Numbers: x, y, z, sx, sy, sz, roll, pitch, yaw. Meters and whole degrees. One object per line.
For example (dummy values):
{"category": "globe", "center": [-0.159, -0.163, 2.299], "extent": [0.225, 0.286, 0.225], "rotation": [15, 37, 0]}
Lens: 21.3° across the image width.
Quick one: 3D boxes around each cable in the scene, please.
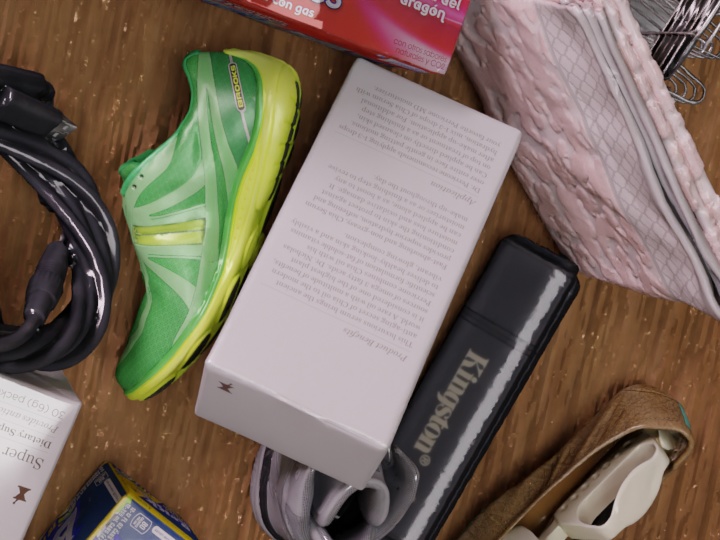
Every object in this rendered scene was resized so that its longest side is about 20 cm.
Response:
{"category": "cable", "center": [-0.192, -0.028, 0.931], "extent": [0.051, 0.200, 0.164], "rotation": [-16, 80, 24]}

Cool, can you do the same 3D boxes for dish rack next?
{"category": "dish rack", "center": [0.183, -0.152, 1.025], "extent": [0.054, 0.200, 0.154], "rotation": [30, 91, -11]}

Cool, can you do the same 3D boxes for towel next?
{"category": "towel", "center": [0.120, -0.070, 1.022], "extent": [0.032, 0.191, 0.200], "rotation": [-33, 110, -13]}

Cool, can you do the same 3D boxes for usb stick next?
{"category": "usb stick", "center": [0.060, 0.073, 1.113], "extent": [0.055, 0.033, 0.200], "rotation": [30, 92, 10]}

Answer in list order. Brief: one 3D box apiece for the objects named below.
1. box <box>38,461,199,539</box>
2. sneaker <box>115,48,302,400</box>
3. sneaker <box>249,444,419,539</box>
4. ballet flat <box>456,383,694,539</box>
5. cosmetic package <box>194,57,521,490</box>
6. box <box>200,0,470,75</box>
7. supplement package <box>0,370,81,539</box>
{"category": "box", "center": [-0.174, 0.208, 1.055], "extent": [0.070, 0.064, 0.200], "rotation": [41, 87, -22]}
{"category": "sneaker", "center": [-0.095, -0.027, 1.035], "extent": [0.083, 0.074, 0.201], "rotation": [21, 98, 4]}
{"category": "sneaker", "center": [-0.006, 0.070, 1.052], "extent": [0.075, 0.115, 0.201], "rotation": [8, 99, -20]}
{"category": "ballet flat", "center": [0.124, 0.150, 1.135], "extent": [0.200, 0.072, 0.068], "rotation": [-41, 114, -6]}
{"category": "cosmetic package", "center": [0.000, 0.000, 1.003], "extent": [0.101, 0.071, 0.200], "rotation": [25, 63, 1]}
{"category": "box", "center": [-0.044, -0.178, 0.992], "extent": [0.199, 0.100, 0.096], "rotation": [17, 93, -20]}
{"category": "supplement package", "center": [-0.243, 0.124, 0.982], "extent": [0.121, 0.120, 0.200], "rotation": [22, 95, -21]}
